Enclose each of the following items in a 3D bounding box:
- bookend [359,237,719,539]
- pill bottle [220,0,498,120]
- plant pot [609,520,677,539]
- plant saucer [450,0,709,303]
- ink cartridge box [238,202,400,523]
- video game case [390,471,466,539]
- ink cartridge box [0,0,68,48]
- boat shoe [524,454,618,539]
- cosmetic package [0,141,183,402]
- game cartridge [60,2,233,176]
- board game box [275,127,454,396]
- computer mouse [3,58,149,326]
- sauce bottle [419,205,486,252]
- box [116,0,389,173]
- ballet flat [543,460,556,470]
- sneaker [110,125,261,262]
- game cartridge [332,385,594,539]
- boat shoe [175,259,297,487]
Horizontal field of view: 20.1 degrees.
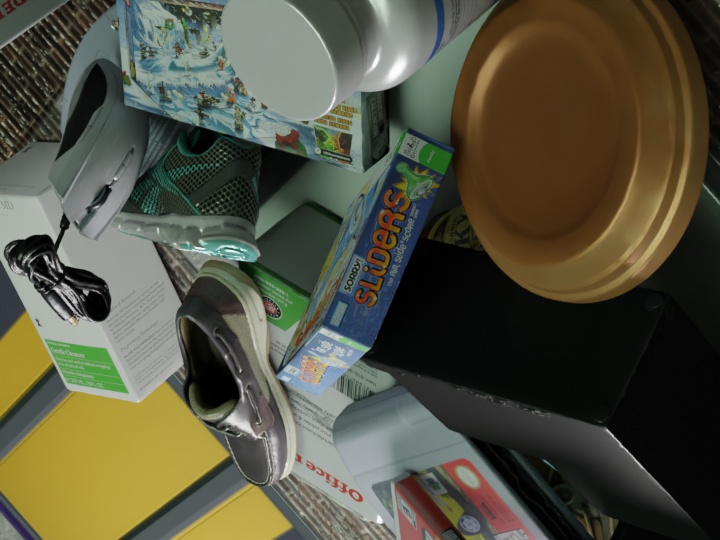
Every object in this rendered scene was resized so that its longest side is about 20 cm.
[{"bbox_3d":[0.138,0.083,1.293,0.198,0.092,0.200,14,158,42],"label":"bookend"},{"bbox_3d":[0.014,-0.171,1.149,0.112,0.200,0.112,28,140,26],"label":"pill bottle"},{"bbox_3d":[0.239,0.284,1.365,0.200,0.177,0.200,20,136,35],"label":"plant pot"},{"bbox_3d":[0.117,-0.081,1.183,0.200,0.037,0.201,1,92,51],"label":"plant saucer"},{"bbox_3d":[-0.014,0.072,1.509,0.146,0.083,0.200,31,140,22],"label":"ink cartridge box"},{"bbox_3d":[0.083,0.247,1.385,0.200,0.017,0.143,47,153,42],"label":"video game case"},{"bbox_3d":[-0.317,-0.249,1.473,0.144,0.145,0.200,-9,117,50],"label":"ink cartridge box"},{"bbox_3d":[0.145,0.190,1.471,0.073,0.063,0.201,9,129,42],"label":"boat shoe"},{"bbox_3d":[-0.225,-0.001,1.663,0.107,0.085,0.200,4,127,48],"label":"cosmetic package"},{"bbox_3d":[-0.156,-0.126,1.515,0.133,0.040,0.200,43,144,1],"label":"game cartridge"},{"bbox_3d":[0.000,0.000,1.294,0.034,0.136,0.200,24,164,-5],"label":"board game box"},{"bbox_3d":[-0.186,-0.064,1.425,0.044,0.200,0.110,-2,149,26],"label":"computer mouse"},{"bbox_3d":[0.082,-0.014,1.344,0.200,0.065,0.065,-18,110,52],"label":"sauce bottle"},{"bbox_3d":[-0.074,-0.155,1.363,0.200,0.040,0.137,18,127,26],"label":"box"},{"bbox_3d":[0.133,0.090,1.389,0.200,0.074,0.074,30,141,21],"label":"ballet flat"},{"bbox_3d":[-0.120,-0.061,1.461,0.200,0.077,0.092,13,91,58],"label":"sneaker"},{"bbox_3d":[0.074,0.165,1.430,0.200,0.041,0.133,50,143,-15],"label":"game cartridge"},{"bbox_3d":[-0.097,0.086,1.481,0.072,0.065,0.200,21,137,32],"label":"boat shoe"}]
